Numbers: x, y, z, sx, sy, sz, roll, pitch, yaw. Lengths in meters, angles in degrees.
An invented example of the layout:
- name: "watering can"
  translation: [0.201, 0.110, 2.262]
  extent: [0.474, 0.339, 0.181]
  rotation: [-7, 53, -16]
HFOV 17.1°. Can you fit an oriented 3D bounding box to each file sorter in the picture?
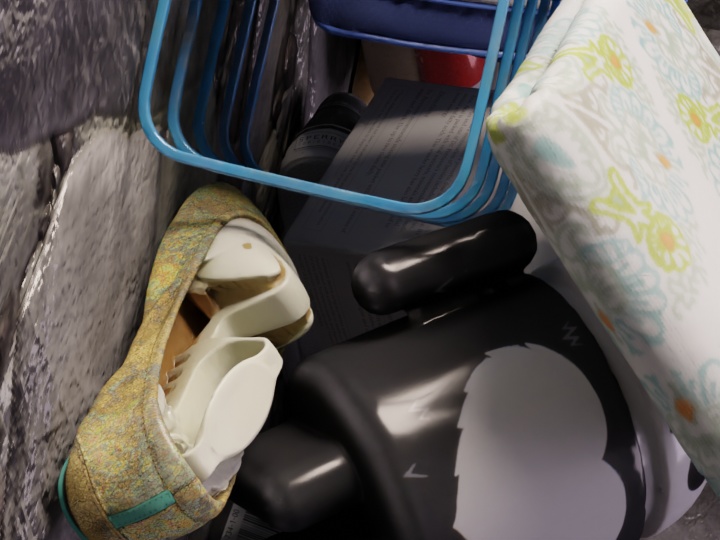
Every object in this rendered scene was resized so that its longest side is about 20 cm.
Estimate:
- name: "file sorter"
  translation: [0.003, -0.088, 0.964]
  extent: [0.200, 0.138, 0.124]
  rotation: [8, 94, -81]

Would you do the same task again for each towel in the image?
- name: "towel"
  translation: [0.122, -0.024, 0.925]
  extent: [0.172, 0.048, 0.200]
  rotation: [53, 28, -11]

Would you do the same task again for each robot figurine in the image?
- name: "robot figurine"
  translation: [0.048, 0.072, 0.953]
  extent: [0.125, 0.199, 0.151]
  rotation: [56, -23, 34]

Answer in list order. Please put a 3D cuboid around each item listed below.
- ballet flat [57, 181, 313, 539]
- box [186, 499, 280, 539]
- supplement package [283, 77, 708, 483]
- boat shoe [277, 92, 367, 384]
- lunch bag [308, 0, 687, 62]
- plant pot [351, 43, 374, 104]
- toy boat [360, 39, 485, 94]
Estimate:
- name: "ballet flat"
  translation: [-0.053, 0.029, 0.918]
  extent: [0.200, 0.070, 0.071]
  rotation: [-67, 164, -49]
- name: "box"
  translation: [-0.037, 0.204, 0.985]
  extent: [0.115, 0.131, 0.201]
  rotation: [115, -5, -46]
- name: "supplement package"
  translation: [0.087, 0.002, 1.107]
  extent: [0.122, 0.199, 0.120]
  rotation: [-58, 145, -36]
- name: "boat shoe"
  translation: [0.000, 0.000, 1.231]
  extent: [0.071, 0.072, 0.201]
  rotation: [-64, 160, -47]
- name: "lunch bag"
  translation: [0.076, -0.164, 1.131]
  extent: [0.136, 0.199, 0.133]
  rotation: [-69, 166, -63]
- name: "plant pot"
  translation: [0.022, -0.092, 1.421]
  extent: [0.200, 0.027, 0.201]
  rotation: [10, 90, -82]
- name: "toy boat"
  translation: [0.071, -0.169, 1.286]
  extent: [0.131, 0.130, 0.201]
  rotation: [76, 25, -53]
